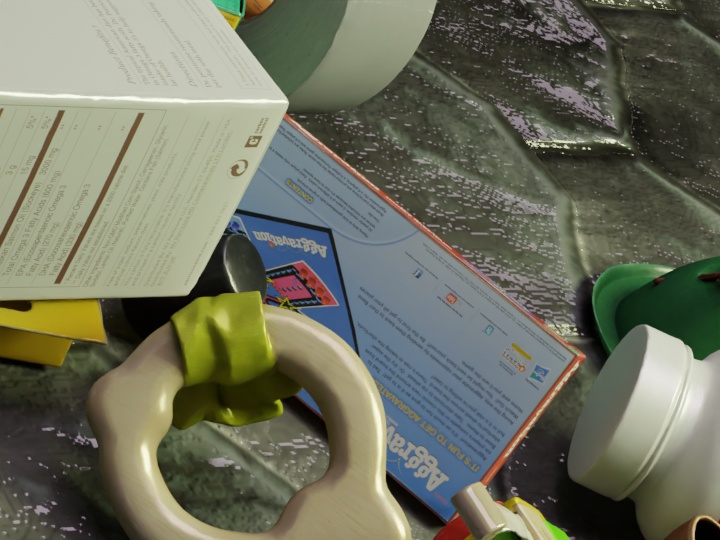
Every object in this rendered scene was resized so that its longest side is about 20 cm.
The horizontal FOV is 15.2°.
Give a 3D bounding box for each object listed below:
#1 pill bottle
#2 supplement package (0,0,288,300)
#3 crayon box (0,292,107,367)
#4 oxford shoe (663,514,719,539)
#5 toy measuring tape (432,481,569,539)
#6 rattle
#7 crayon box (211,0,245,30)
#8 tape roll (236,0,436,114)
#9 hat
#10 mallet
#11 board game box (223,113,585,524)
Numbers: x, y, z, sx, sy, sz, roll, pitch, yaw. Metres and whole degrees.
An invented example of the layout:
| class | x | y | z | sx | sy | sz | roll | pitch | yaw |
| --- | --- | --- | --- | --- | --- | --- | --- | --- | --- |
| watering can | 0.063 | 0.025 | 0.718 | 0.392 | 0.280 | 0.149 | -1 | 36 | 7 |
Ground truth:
| class | x | y | z | sx | sy | sz | roll | pitch | yaw |
| --- | --- | --- | --- | --- | --- | --- | --- | --- | --- |
| pill bottle | 0.209 | 0.107 | 1.327 | 0.199 | 0.112 | 0.112 | 26 | 30 | -7 |
| supplement package | -0.155 | -0.066 | 1.165 | 0.199 | 0.118 | 0.117 | 0 | 42 | -41 |
| crayon box | -0.198 | -0.026 | 1.236 | 0.127 | 0.051 | 0.200 | 12 | 34 | -27 |
| oxford shoe | 0.196 | 0.195 | 1.227 | 0.071 | 0.071 | 0.200 | -7 | 47 | -48 |
| toy measuring tape | 0.051 | 0.132 | 1.155 | 0.074 | 0.074 | 0.200 | 42 | 1 | 20 |
| rattle | -0.034 | 0.114 | 1.190 | 0.130 | 0.143 | 0.200 | -39 | 86 | -25 |
| crayon box | -0.171 | -0.130 | 1.349 | 0.199 | 0.119 | 0.058 | 21 | 31 | -15 |
| tape roll | -0.045 | -0.185 | 1.458 | 0.066 | 0.201 | 0.200 | -3 | 43 | -43 |
| hat | 0.238 | 0.000 | 1.446 | 0.165 | 0.176 | 0.200 | 12 | 34 | -27 |
| mallet | -0.105 | -0.063 | 1.285 | 0.041 | 0.066 | 0.201 | 2 | 65 | -62 |
| board game box | 0.000 | 0.019 | 1.290 | 0.200 | 0.103 | 0.019 | 40 | 7 | 16 |
